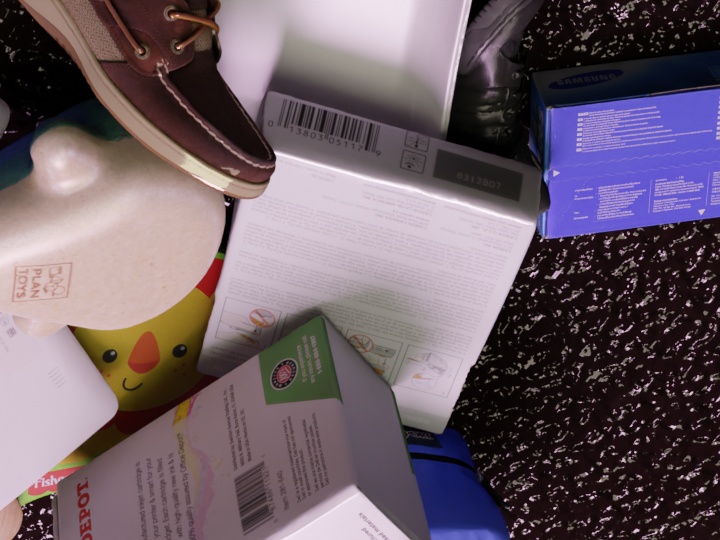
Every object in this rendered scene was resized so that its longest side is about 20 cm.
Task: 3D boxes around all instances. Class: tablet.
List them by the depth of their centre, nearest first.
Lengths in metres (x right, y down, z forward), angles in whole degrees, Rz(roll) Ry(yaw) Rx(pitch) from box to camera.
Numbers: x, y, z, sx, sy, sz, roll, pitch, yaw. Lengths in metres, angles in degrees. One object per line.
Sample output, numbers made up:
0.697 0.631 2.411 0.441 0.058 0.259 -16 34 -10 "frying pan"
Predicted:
-0.236 0.040 1.145 0.130 0.014 0.201 -39 111 -17 "tablet"

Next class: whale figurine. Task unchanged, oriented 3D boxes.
-0.175 -0.032 1.107 0.198 0.104 0.160 -9 142 -20 "whale figurine"

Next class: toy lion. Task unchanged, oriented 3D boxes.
-0.160 0.061 1.231 0.198 0.069 0.193 -9 123 -23 "toy lion"

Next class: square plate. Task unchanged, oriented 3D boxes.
-0.039 -0.146 1.111 0.198 0.029 0.199 11 126 1 "square plate"

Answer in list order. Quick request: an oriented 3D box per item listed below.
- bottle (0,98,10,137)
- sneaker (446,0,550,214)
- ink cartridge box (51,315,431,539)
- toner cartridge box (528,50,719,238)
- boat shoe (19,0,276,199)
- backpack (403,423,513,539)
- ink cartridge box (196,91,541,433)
-0.266 -0.131 1.064 0.065 0.084 0.200 -36 124 14 "bottle"
0.075 -0.073 1.177 0.104 0.060 0.200 37 122 -1 "sneaker"
-0.071 0.143 1.162 0.199 0.145 0.084 -33 127 15 "ink cartridge box"
0.201 -0.080 1.228 0.198 0.043 0.096 -7 126 -7 "toner cartridge box"
-0.107 -0.126 1.064 0.072 0.072 0.200 -44 83 21 "boat shoe"
0.009 0.171 1.276 0.161 0.200 0.169 10 120 -28 "backpack"
0.000 0.000 1.177 0.161 0.057 0.201 15 142 -4 "ink cartridge box"
